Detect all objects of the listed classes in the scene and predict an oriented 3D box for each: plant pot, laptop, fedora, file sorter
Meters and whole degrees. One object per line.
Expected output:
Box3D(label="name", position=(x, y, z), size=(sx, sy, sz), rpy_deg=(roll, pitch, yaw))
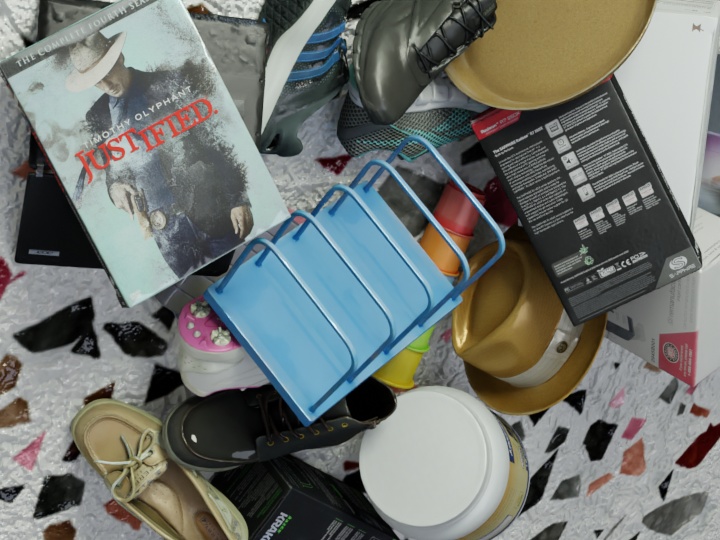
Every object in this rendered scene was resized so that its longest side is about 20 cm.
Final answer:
Box3D(label="plant pot", position=(0.156, -0.217, 1.199), size=(0.200, 0.200, 0.027), rpy_deg=(-49, 143, 2))
Box3D(label="laptop", position=(-0.173, -0.098, 1.133), size=(0.175, 0.103, 0.203), rpy_deg=(4, 92, -18))
Box3D(label="fedora", position=(0.142, 0.035, 1.360), size=(0.081, 0.201, 0.202), rpy_deg=(14, 110, -37))
Box3D(label="file sorter", position=(0.000, 0.000, 1.194), size=(0.199, 0.139, 0.123), rpy_deg=(-36, 173, -34))

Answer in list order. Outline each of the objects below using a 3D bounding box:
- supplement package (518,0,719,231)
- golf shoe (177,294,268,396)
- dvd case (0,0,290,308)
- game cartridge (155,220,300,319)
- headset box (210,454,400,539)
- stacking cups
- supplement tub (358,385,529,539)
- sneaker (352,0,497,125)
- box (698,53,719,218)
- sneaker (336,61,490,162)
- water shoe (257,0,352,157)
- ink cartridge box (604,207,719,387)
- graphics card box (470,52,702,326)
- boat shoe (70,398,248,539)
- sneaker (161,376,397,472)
Box3D(label="supplement package", position=(0.230, -0.139, 1.286), size=(0.111, 0.154, 0.203), rpy_deg=(-46, 141, -67))
Box3D(label="golf shoe", position=(-0.072, 0.055, 1.266), size=(0.198, 0.076, 0.092), rpy_deg=(-9, 138, -28))
Box3D(label="dvd case", position=(-0.157, -0.094, 1.072), size=(0.145, 0.022, 0.202), rpy_deg=(-29, 100, -14))
Box3D(label="game cartridge", position=(-0.081, 0.019, 1.296), size=(0.130, 0.038, 0.200), rpy_deg=(-48, 134, 5))
Box3D(label="headset box", position=(-0.079, 0.283, 1.427), size=(0.175, 0.093, 0.199), rpy_deg=(-51, 135, 4))
Box3D(label="stacking cups", position=(0.062, 0.010, 1.384), size=(0.060, 0.060, 0.202), rpy_deg=(13, 105, -40))
Box3D(label="supplement tub", position=(0.081, 0.191, 1.402), size=(0.145, 0.144, 0.200), rpy_deg=(-48, 161, 1))
Box3D(label="sneaker", position=(0.060, -0.200, 1.166), size=(0.076, 0.090, 0.202), rpy_deg=(55, 53, -46))
Box3D(label="box", position=(0.364, -0.089, 1.414), size=(0.123, 0.199, 0.200), rpy_deg=(-42, 135, -30))
Box3D(label="sneaker", position=(0.060, -0.138, 1.281), size=(0.198, 0.078, 0.092), rpy_deg=(0, 134, -32))
Box3D(label="water shoe", position=(-0.041, -0.184, 1.168), size=(0.078, 0.072, 0.201), rpy_deg=(16, 118, -37))
Box3D(label="ink cartridge box", position=(0.273, -0.001, 1.414), size=(0.084, 0.199, 0.147), rpy_deg=(-30, 133, -29))
Box3D(label="graphics card box", position=(0.192, -0.069, 1.228), size=(0.124, 0.051, 0.202), rpy_deg=(-27, 98, 17))
Box3D(label="boat shoe", position=(-0.171, 0.190, 1.275), size=(0.200, 0.063, 0.073), rpy_deg=(43, 91, -15))
Box3D(label="sneaker", position=(-0.071, 0.124, 1.276), size=(0.198, 0.076, 0.106), rpy_deg=(-7, 167, -34))
